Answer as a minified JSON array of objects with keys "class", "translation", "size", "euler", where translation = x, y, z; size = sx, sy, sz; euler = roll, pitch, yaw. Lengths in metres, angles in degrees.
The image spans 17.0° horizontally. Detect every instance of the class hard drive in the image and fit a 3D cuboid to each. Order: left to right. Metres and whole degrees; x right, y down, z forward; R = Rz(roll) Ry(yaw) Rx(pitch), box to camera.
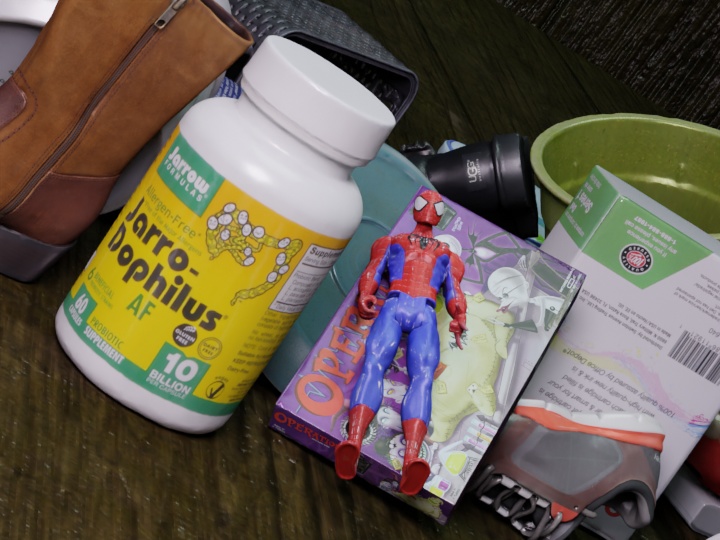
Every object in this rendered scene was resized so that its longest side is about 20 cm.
[{"class":"hard drive","translation":[0.255,0.150,1.844],"size":[0.132,0.027,0.200],"euler":[25,16,-34]}]

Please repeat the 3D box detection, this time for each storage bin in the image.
[{"class":"storage bin","translation":[-0.066,-0.135,1.816],"size":[0.094,0.135,0.200],"euler":[44,16,31]}]

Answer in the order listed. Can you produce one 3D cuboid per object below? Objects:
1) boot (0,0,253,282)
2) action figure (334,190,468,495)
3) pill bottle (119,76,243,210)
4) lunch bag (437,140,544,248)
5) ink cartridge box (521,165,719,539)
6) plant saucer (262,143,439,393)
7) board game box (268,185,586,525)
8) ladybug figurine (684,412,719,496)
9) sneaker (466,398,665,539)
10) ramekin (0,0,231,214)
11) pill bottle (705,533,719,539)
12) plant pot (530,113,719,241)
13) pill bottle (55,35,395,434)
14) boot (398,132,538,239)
[{"class":"boot","translation":[-0.185,-0.098,1.276],"size":[0.188,0.200,0.069],"euler":[30,28,-26]},{"class":"action figure","translation":[0.028,0.032,1.389],"size":[0.065,0.052,0.200],"euler":[11,49,-1]},{"class":"pill bottle","translation":[-0.115,-0.079,1.569],"size":[0.200,0.112,0.112],"euler":[31,14,-14]},{"class":"lunch bag","translation":[0.124,-0.024,2.007],"size":[0.161,0.083,0.200],"euler":[29,16,-23]},{"class":"ink cartridge box","translation":[0.164,0.056,1.587],"size":[0.145,0.200,0.084],"euler":[31,11,-15]},{"class":"plant saucer","translation":[0.000,0.000,1.481],"size":[0.200,0.027,0.200],"euler":[17,63,-36]},{"class":"board game box","translation":[0.043,0.046,1.428],"size":[0.120,0.032,0.200],"euler":[26,51,9]},{"class":"ladybug figurine","translation":[0.285,0.117,1.763],"size":[0.200,0.072,0.136],"euler":[15,59,-57]},{"class":"sneaker","translation":[0.105,0.127,1.473],"size":[0.200,0.082,0.077],"euler":[4,-16,-25]},{"class":"ramekin","translation":[-0.180,-0.120,1.393],"size":[0.200,0.200,0.105],"euler":[30,45,-19]},{"class":"pill bottle","translation":[0.276,0.215,1.494],"size":[0.112,0.112,0.200],"euler":[42,16,27]},{"class":"plant pot","translation":[0.211,0.009,1.806],"size":[0.200,0.190,0.200],"euler":[7,29,-4]},{"class":"pill bottle","translation":[-0.069,-0.021,1.296],"size":[0.113,0.200,0.113],"euler":[33,14,-9]},{"class":"boot","translation":[0.047,-0.059,1.821],"size":[0.168,0.077,0.200],"euler":[-6,-6,8]}]
